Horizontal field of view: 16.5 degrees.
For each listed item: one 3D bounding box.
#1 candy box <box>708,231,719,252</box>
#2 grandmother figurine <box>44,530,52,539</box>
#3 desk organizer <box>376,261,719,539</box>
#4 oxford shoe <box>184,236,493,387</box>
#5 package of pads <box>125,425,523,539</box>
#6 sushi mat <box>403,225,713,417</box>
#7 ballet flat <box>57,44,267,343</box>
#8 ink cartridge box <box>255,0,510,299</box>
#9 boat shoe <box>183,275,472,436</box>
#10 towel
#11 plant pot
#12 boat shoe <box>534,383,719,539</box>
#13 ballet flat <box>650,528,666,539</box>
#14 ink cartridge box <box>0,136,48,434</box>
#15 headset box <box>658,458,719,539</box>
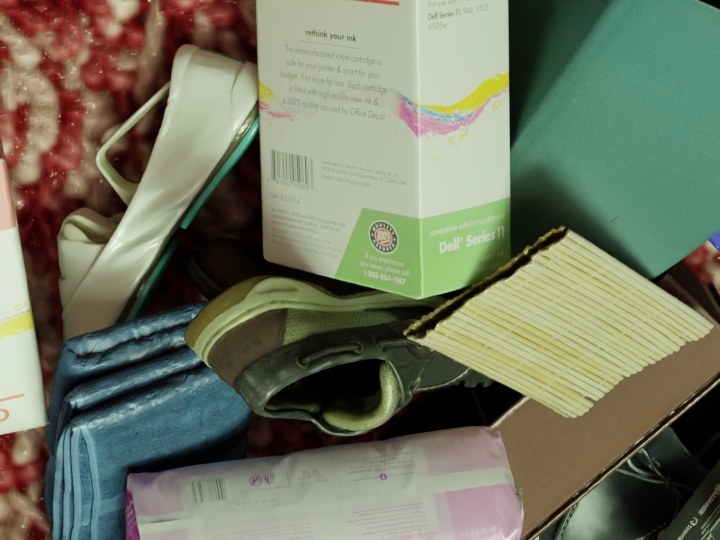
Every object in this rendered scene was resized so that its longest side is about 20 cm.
[{"bbox_3d":[0.272,-0.049,1.334,0.169,0.077,0.200,-41,125,12],"label":"candy box"},{"bbox_3d":[-0.165,0.244,1.413,0.121,0.060,0.201,33,126,17],"label":"grandmother figurine"},{"bbox_3d":[0.109,0.070,1.372,0.200,0.072,0.077,-42,121,13],"label":"desk organizer"},{"bbox_3d":[0.000,0.000,1.300,0.199,0.073,0.085,9,118,-34],"label":"oxford shoe"},{"bbox_3d":[-0.020,0.141,1.279,0.198,0.076,0.121,-7,152,-8],"label":"package of pads"},{"bbox_3d":[0.103,0.030,1.237,0.095,0.012,0.200,-36,152,15],"label":"sushi mat"},{"bbox_3d":[-0.113,-0.029,1.257,0.069,0.070,0.201,23,111,-27],"label":"ballet flat"},{"bbox_3d":[0.010,-0.098,1.180,0.067,0.117,0.202,-14,109,-41],"label":"ink cartridge box"},{"bbox_3d":[-0.006,0.049,1.209,0.073,0.065,0.199,-42,153,30],"label":"boat shoe"},{"bbox_3d":[-0.107,0.090,1.285,0.111,0.049,0.200,-18,153,-18],"label":"towel"},{"bbox_3d":[0.121,-0.087,1.237,0.140,0.142,0.200,20,124,-26],"label":"plant pot"},{"bbox_3d":[0.173,0.104,1.399,0.200,0.062,0.075,-45,112,5],"label":"boat shoe"},{"bbox_3d":[0.124,0.196,1.454,0.199,0.068,0.073,-31,103,-7],"label":"ballet flat"},{"bbox_3d":[-0.222,0.024,1.251,0.115,0.068,0.201,-11,124,-8],"label":"ink cartridge box"},{"bbox_3d":[0.243,0.150,1.388,0.149,0.077,0.200,-53,149,3],"label":"headset box"}]
